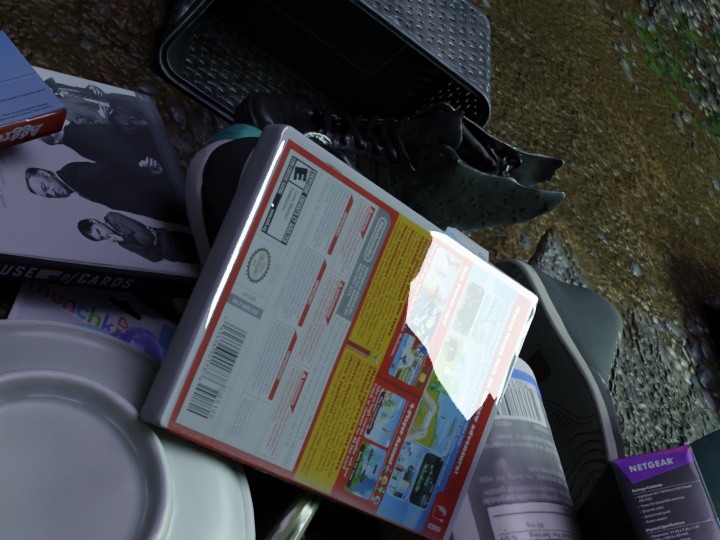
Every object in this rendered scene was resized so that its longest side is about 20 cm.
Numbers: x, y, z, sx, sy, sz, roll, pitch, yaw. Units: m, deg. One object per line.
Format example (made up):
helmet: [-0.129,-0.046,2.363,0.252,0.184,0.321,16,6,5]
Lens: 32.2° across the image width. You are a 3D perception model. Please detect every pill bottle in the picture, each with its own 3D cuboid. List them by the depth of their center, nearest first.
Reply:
pill bottle: [0.068,0.156,0.702,0.114,0.114,0.200,16,49,-40]

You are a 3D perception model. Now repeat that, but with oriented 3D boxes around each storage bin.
storage bin: [-0.020,-0.153,0.845,0.200,0.135,0.094,32,41,-26]

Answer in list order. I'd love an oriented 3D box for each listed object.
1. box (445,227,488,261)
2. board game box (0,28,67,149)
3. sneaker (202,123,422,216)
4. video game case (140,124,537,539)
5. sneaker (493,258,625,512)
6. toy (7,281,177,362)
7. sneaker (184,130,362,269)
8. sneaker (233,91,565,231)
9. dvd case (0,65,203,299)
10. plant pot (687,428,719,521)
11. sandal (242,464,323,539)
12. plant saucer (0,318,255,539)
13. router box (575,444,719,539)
box: [0.000,0.000,0.821,0.200,0.041,0.156,32,41,-24]
board game box: [-0.249,-0.081,0.580,0.200,0.019,0.103,-25,68,-42]
sneaker: [-0.003,-0.021,0.732,0.200,0.080,0.071,44,38,-8]
video game case: [0.001,0.039,0.601,0.200,0.017,0.143,31,76,-40]
sneaker: [0.165,0.082,0.903,0.106,0.075,0.200,10,53,-40]
toy: [-0.127,0.073,0.612,0.115,0.047,0.200,35,40,-24]
sneaker: [-0.025,0.026,0.658,0.073,0.112,0.201,-27,107,-42]
sneaker: [0.027,-0.077,0.792,0.200,0.104,0.060,31,42,-27]
dvd case: [-0.177,-0.056,0.665,0.200,0.025,0.151,8,45,-43]
plant pot: [0.243,0.195,0.825,0.200,0.134,0.201,17,69,-52]
sandal: [-0.056,0.162,0.606,0.057,0.080,0.201,53,38,-29]
plant saucer: [-0.136,0.098,0.523,0.200,0.050,0.201,11,54,-15]
router box: [0.161,0.207,0.701,0.051,0.200,0.150,-9,61,-10]
